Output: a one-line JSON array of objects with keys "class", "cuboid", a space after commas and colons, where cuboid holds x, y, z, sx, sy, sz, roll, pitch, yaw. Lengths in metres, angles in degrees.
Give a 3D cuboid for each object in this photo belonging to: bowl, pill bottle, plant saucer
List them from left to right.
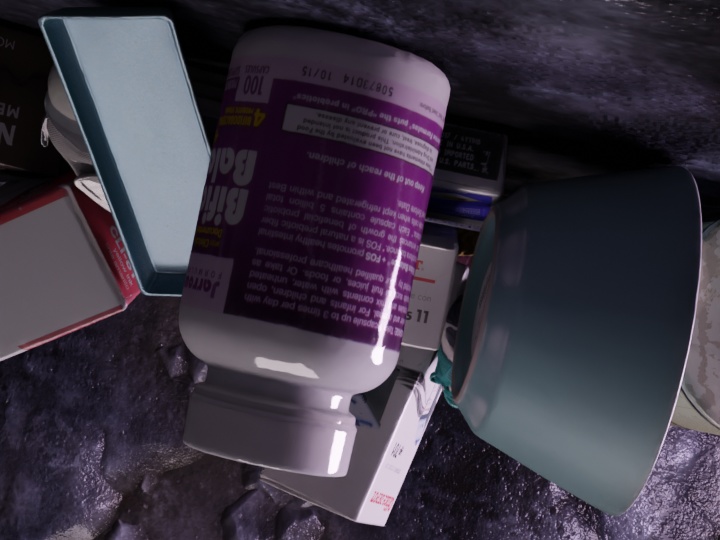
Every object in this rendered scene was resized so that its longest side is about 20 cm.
[{"class": "plant saucer", "cuboid": [-0.105, -0.058, 0.785, 0.069, 0.019, 0.201, 2, 139, 13]}, {"class": "pill bottle", "cuboid": [-0.027, -0.007, 0.731, 0.111, 0.203, 0.112, 11, 176, 1]}, {"class": "bowl", "cuboid": [0.114, 0.029, 0.857, 0.104, 0.203, 0.201, 12, 177, -3]}]

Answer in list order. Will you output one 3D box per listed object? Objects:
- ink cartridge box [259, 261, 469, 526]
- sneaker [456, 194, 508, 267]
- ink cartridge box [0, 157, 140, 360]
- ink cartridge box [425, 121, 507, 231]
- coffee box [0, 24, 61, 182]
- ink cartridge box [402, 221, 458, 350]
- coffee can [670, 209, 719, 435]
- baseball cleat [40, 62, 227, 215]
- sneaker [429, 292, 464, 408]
[{"class": "ink cartridge box", "cuboid": [0.012, 0.085, 1.140, 0.085, 0.202, 0.146, 21, 174, 12]}, {"class": "sneaker", "cuboid": [0.127, -0.018, 1.153, 0.198, 0.076, 0.090, 20, 178, 16]}, {"class": "ink cartridge box", "cuboid": [-0.188, -0.023, 0.958, 0.144, 0.084, 0.200, -22, -166, 20]}, {"class": "ink cartridge box", "cuboid": [-0.006, -0.070, 0.952, 0.196, 0.044, 0.200, 11, 175, 4]}, {"class": "coffee box", "cuboid": [-0.255, -0.105, 0.929, 0.112, 0.081, 0.199, 13, 176, -25]}, {"class": "ink cartridge box", "cuboid": [0.000, 0.000, 0.933, 0.116, 0.068, 0.200, 11, -175, 3]}, {"class": "coffee can", "cuboid": [0.226, 0.034, 0.995, 0.145, 0.148, 0.200, 12, 177, -14]}, {"class": "baseball cleat", "cuboid": [-0.078, -0.065, 0.836, 0.198, 0.070, 0.107, 20, 135, -4]}, {"class": "sneaker", "cuboid": [0.086, 0.064, 1.051, 0.077, 0.080, 0.200, 35, -170, 7]}]
